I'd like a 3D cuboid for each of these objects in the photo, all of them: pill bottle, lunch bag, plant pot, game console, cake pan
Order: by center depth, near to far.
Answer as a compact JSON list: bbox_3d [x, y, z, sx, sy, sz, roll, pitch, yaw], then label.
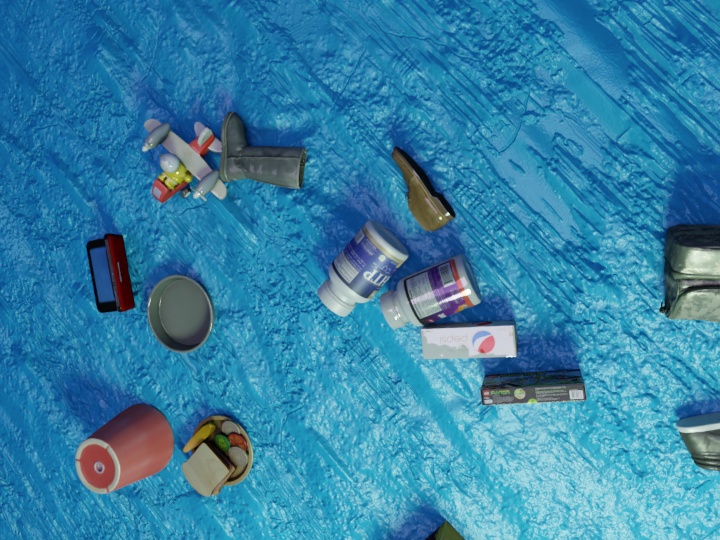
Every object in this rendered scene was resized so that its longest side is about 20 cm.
[{"bbox_3d":[0.658,0.015,0.980,0.198,0.139,0.170,2,112,18],"label":"lunch bag"},{"bbox_3d":[0.146,0.052,1.158,0.198,0.111,0.112,-23,88,19],"label":"pill bottle"},{"bbox_3d":[0.000,0.000,1.197,0.120,0.120,0.200,44,107,9],"label":"pill bottle"},{"bbox_3d":[-0.458,0.110,1.400,0.198,0.037,0.203,2,96,18],"label":"cake pan"},{"bbox_3d":[-0.621,0.473,1.415,0.198,0.177,0.203,2,96,17],"label":"plant pot"},{"bbox_3d":[-0.674,0.013,1.424,0.117,0.172,0.202,-10,93,-8],"label":"game console"}]

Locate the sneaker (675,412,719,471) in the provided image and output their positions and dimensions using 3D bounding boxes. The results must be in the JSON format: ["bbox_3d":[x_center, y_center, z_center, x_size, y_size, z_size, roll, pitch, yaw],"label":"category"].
[{"bbox_3d":[0.716,0.322,1.022,0.198,0.071,0.100,-16,92,25],"label":"sneaker"}]

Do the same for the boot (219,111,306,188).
[{"bbox_3d":[-0.225,-0.283,1.270,0.198,0.072,0.184,2,90,17],"label":"boot"}]

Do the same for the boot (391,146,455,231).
[{"bbox_3d":[0.117,-0.175,1.172,0.075,0.074,0.201,-36,86,28],"label":"boot"}]

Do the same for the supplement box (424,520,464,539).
[{"bbox_3d":[0.182,0.718,1.198,0.197,0.133,0.200,44,106,9],"label":"supplement box"}]

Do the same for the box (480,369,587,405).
[{"bbox_3d":[0.351,0.239,1.110,0.198,0.110,0.035,-8,93,18],"label":"box"}]

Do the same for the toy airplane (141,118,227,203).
[{"bbox_3d":[-0.420,-0.264,1.297,0.198,0.141,0.202,0,99,11],"label":"toy airplane"}]

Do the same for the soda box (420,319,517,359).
[{"bbox_3d":[0.233,0.148,1.164,0.198,0.064,0.069,-5,94,18],"label":"soda box"}]

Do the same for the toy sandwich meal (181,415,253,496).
[{"bbox_3d":[-0.370,0.473,1.388,0.203,0.070,0.208,2,96,18],"label":"toy sandwich meal"}]
